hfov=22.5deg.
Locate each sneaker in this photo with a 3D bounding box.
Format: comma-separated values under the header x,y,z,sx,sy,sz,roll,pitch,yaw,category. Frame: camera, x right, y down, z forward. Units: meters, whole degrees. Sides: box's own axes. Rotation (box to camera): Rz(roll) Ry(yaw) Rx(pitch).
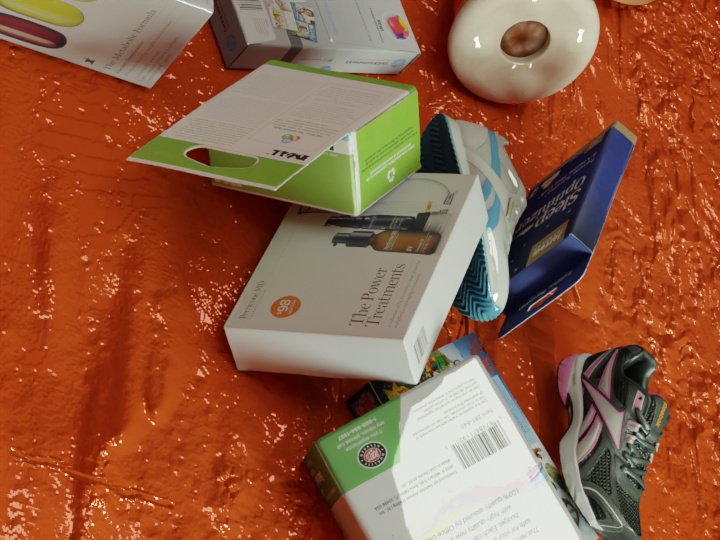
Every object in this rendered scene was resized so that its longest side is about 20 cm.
x,y,z,sx,sy,sz,roll,pitch,yaw,category
0.218,0.137,1.516,0.080,0.086,0.201,42,33,-40,sneaker
0.109,-0.047,1.587,0.080,0.077,0.201,10,56,-28,sneaker

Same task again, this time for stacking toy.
x,y,z,sx,sy,sz,roll,pitch,yaw,category
0.140,-0.272,1.748,0.146,0.146,0.201,20,36,-28,stacking toy

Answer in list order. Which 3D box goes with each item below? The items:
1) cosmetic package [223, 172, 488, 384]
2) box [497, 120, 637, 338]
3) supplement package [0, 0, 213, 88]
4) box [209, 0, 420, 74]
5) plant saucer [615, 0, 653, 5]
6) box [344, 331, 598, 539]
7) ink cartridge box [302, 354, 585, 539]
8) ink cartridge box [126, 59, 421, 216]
x,y,z,sx,sy,sz,roll,pitch,yaw,category
0.000,0.000,1.421,0.200,0.150,0.052,-64,146,-44,cosmetic package
0.174,-0.037,1.601,0.032,0.121,0.200,38,45,-13,box
-0.229,-0.243,1.421,0.199,0.114,0.110,16,52,-29,supplement package
-0.054,-0.253,1.622,0.199,0.041,0.157,-5,65,-40,box
0.257,-0.371,1.961,0.200,0.032,0.201,21,51,-28,plant saucer
0.091,0.161,1.460,0.136,0.038,0.201,-22,77,-45,box
0.069,0.188,1.353,0.144,0.084,0.201,-27,79,-16,ink cartridge box
-0.065,-0.087,1.420,0.200,0.147,0.076,-40,134,-46,ink cartridge box
